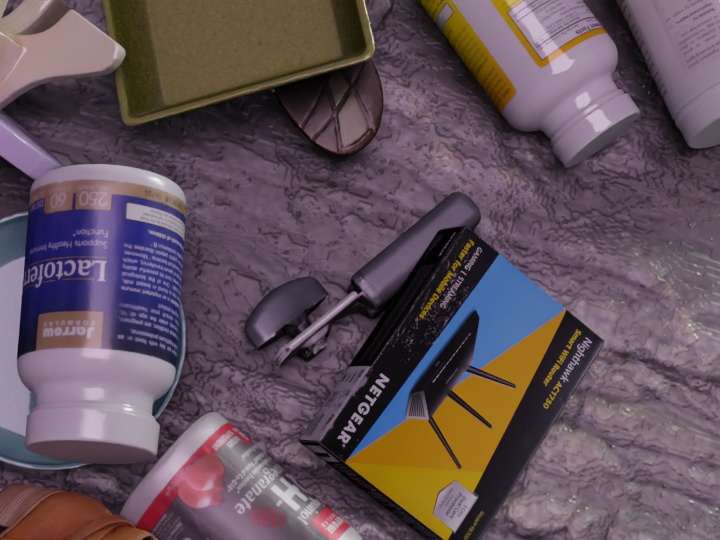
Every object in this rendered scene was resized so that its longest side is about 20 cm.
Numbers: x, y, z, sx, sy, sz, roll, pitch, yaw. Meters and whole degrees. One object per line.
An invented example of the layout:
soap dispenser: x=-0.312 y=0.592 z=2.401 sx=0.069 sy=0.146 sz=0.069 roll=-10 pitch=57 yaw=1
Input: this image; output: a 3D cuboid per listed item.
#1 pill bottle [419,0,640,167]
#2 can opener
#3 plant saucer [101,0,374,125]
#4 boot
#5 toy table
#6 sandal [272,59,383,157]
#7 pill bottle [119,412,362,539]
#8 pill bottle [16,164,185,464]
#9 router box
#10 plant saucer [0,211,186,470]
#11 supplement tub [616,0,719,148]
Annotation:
pill bottle: x=0.131 y=-0.182 z=1.673 sx=0.104 sy=0.104 sz=0.200 roll=-33 pitch=81 yaw=-13
can opener: x=0.000 y=0.000 z=1.637 sx=0.200 sy=0.053 sz=0.067 roll=-40 pitch=83 yaw=-15
plant saucer: x=-0.097 y=-0.212 z=1.652 sx=0.199 sy=0.048 sz=0.201 roll=-15 pitch=66 yaw=6
boot: x=-0.239 y=0.242 z=1.495 sx=0.154 sy=0.074 sz=0.200 roll=13 pitch=65 yaw=42
toy table: x=-0.279 y=-0.171 z=1.604 sx=0.200 sy=0.184 sz=0.117 roll=38 pitch=91 yaw=-4
sandal: x=-0.052 y=-0.166 z=1.681 sx=0.082 sy=0.055 sz=0.200 roll=-40 pitch=67 yaw=-10
pill bottle: x=-0.068 y=0.205 z=1.544 sx=0.200 sy=0.111 sz=0.111 roll=40 pitch=75 yaw=5
pill bottle: x=-0.187 y=0.033 z=1.539 sx=0.115 sy=0.116 sz=0.201 roll=3 pitch=74 yaw=-5
router box: x=0.070 y=0.090 z=1.597 sx=0.149 sy=0.051 sz=0.200 roll=38 pitch=74 yaw=-16
plant saucer: x=-0.231 y=0.054 z=1.607 sx=0.199 sy=0.036 sz=0.201 roll=2 pitch=75 yaw=-6
supplement tub: x=0.273 y=-0.212 z=1.682 sx=0.132 sy=0.132 sz=0.200 roll=-21 pitch=79 yaw=-11
